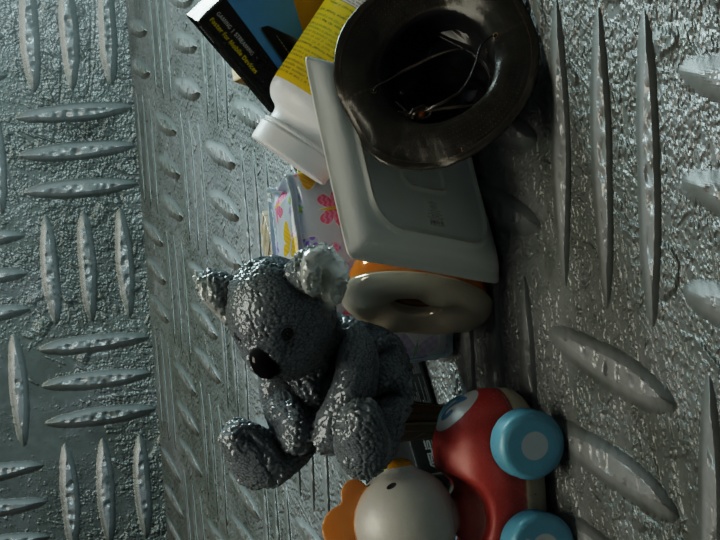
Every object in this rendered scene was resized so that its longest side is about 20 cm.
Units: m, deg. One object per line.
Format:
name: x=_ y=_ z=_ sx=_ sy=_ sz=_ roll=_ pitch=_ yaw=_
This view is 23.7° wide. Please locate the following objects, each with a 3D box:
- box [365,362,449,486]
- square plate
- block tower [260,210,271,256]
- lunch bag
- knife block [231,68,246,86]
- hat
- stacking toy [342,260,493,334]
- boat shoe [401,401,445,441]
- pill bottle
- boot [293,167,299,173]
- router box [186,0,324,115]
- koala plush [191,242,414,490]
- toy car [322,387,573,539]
box: x=0.039 y=0.182 z=1.894 sx=0.193 sy=0.047 sz=0.200 roll=105 pitch=153 yaw=-57
square plate: x=0.046 y=-0.093 z=1.547 sx=0.028 sy=0.200 sz=0.198 roll=-31 pitch=62 yaw=38
block tower: x=-0.083 y=0.004 z=2.246 sx=0.200 sy=0.058 sz=0.054 roll=-109 pitch=20 yaw=-44
lunch bag: x=0.000 y=0.000 z=1.733 sx=0.127 sy=0.169 sz=0.200 roll=150 pitch=112 yaw=-73
knife block: x=-0.064 y=-0.275 z=2.086 sx=0.200 sy=0.175 sz=0.064 roll=14 pitch=-117 yaw=-58
hat: x=0.077 y=-0.168 z=1.495 sx=0.081 sy=0.200 sz=0.201 roll=37 pitch=-146 yaw=-58
stacking toy: x=0.060 y=-0.048 z=1.638 sx=0.146 sy=0.146 sz=0.200 roll=128 pitch=149 yaw=-68
boat shoe: x=0.013 y=0.134 z=1.698 sx=0.072 sy=0.200 sz=0.068 roll=-32 pitch=60 yaw=58
pill bottle: x=-0.015 y=-0.187 z=1.637 sx=0.200 sy=0.112 sz=0.112 roll=-56 pitch=20 yaw=-1
boot: x=-0.054 y=-0.108 z=2.075 sx=0.151 sy=0.073 sz=0.200 roll=100 pitch=152 yaw=-45
router box: x=-0.053 y=-0.228 z=1.703 sx=0.200 sy=0.149 sz=0.051 roll=48 pitch=176 yaw=-28
koala plush: x=-0.057 y=0.066 z=1.545 sx=0.200 sy=0.177 sz=0.184 roll=59 pitch=-142 yaw=-26
toy car: x=0.062 y=0.201 z=1.535 sx=0.184 sy=0.200 sz=0.177 roll=-178 pitch=82 yaw=-74
